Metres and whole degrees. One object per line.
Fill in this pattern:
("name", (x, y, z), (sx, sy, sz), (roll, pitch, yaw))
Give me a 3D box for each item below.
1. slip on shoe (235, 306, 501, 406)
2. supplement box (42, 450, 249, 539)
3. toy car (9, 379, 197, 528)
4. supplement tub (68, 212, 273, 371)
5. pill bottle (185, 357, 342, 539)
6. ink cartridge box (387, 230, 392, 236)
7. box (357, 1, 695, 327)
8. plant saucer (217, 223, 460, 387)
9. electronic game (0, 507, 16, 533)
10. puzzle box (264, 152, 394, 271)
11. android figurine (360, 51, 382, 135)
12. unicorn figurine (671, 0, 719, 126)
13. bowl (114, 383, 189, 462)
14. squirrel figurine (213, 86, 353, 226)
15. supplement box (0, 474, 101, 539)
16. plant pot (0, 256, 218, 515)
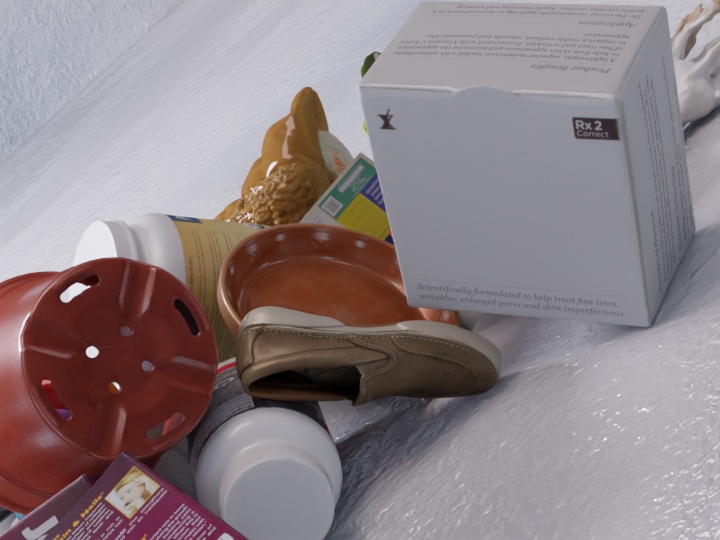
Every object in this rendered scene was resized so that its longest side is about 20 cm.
("slip on shoe", (0.006, 0.074, 1.483), (0.076, 0.199, 0.061), (109, 168, -47))
("supplement box", (-0.124, 0.208, 1.274), (0.110, 0.086, 0.200), (-48, 31, -12))
("toy car", (-0.239, 0.164, 1.682), (0.175, 0.150, 0.200), (-31, 30, 15))
("supplement tub", (-0.140, 0.026, 1.731), (0.145, 0.199, 0.145), (-20, 68, 60))
("pill bottle", (-0.073, 0.144, 1.511), (0.111, 0.111, 0.200), (-36, 18, 2))
("ink cartridge box", (0.129, -0.064, 1.653), (0.199, 0.057, 0.163), (-14, 16, -8))
("box", (0.126, -0.080, 1.455), (0.198, 0.200, 0.131), (5, 38, 25))
("plant saucer", (-0.018, 0.034, 1.608), (0.200, 0.200, 0.032), (-63, -8, -53))
("electronic game", (-0.360, 0.250, 1.896), (0.200, 0.042, 0.200), (-28, 14, 8))
("puzzle box", (0.000, 0.000, 1.706), (0.200, 0.133, 0.025), (-51, -4, -38))
("android figurine", (0.094, -0.165, 1.861), (0.182, 0.200, 0.041), (-31, 53, 23))
("unicorn figurine", (0.279, -0.163, 1.699), (0.137, 0.074, 0.200), (-42, 2, 13))
("bowl", (-0.184, 0.103, 1.849), (0.200, 0.094, 0.201), (-33, 19, 13))
("squirrel figurine", (-0.094, -0.054, 2.009), (0.186, 0.142, 0.200), (-35, 14, 28))
("supplement box", (-0.229, 0.260, 1.441), (0.200, 0.131, 0.103), (-37, -18, 4))
("plant pot", (-0.207, 0.080, 1.507), (0.201, 0.201, 0.195), (-45, 8, -24))
